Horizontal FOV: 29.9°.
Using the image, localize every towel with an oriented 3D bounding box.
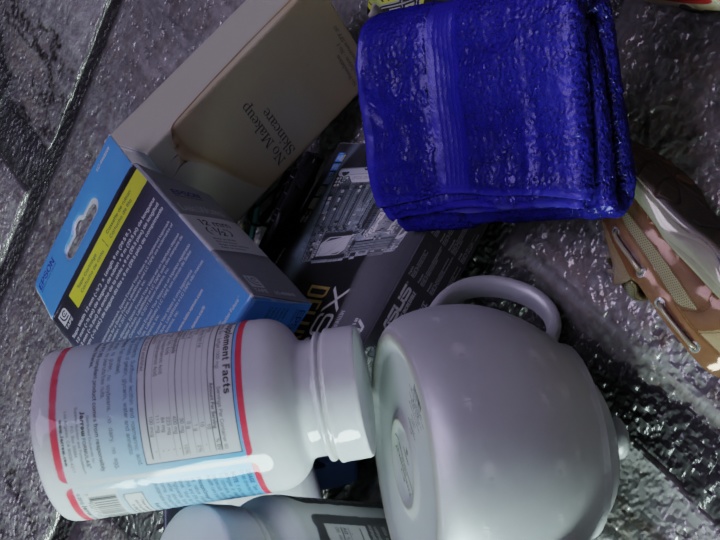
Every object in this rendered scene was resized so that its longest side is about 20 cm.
[{"bbox_3d":[0.073,-0.098,0.832,0.199,0.049,0.149,-1,102,50],"label":"towel"}]

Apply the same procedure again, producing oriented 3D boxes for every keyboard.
[{"bbox_3d":[-0.081,-0.028,1.088,0.104,0.039,0.200,-61,2,-36],"label":"keyboard"}]

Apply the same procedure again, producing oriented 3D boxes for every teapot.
[{"bbox_3d":[0.093,0.106,0.831,0.197,0.145,0.201,-178,81,-78],"label":"teapot"}]

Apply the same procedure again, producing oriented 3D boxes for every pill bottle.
[{"bbox_3d":[-0.030,0.208,0.898,0.113,0.199,0.114,-18,67,47],"label":"pill bottle"},{"bbox_3d":[-0.094,0.089,0.842,0.199,0.109,0.109,-9,68,5],"label":"pill bottle"}]

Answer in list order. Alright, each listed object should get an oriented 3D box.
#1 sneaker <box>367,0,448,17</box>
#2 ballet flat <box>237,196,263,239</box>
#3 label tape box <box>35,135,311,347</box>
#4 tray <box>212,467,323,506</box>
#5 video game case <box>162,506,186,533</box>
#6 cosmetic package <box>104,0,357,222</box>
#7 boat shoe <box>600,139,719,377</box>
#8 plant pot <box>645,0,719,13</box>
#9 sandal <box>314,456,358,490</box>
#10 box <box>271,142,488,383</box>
[{"bbox_3d":[0.064,-0.188,1.006,0.077,0.075,0.200,-67,29,24],"label":"sneaker"},{"bbox_3d":[-0.101,-0.117,1.168,0.072,0.072,0.202,10,83,51],"label":"ballet flat"},{"bbox_3d":[-0.142,0.018,0.972,0.200,0.066,0.144,46,114,36],"label":"label tape box"},{"bbox_3d":[-0.068,0.185,1.008,0.107,0.022,0.201,-11,102,23],"label":"tray"},{"bbox_3d":[-0.132,0.131,1.082,0.019,0.143,0.201,-5,85,10],"label":"video game case"},{"bbox_3d":[-0.093,-0.130,1.075,0.073,0.104,0.200,18,61,49],"label":"cosmetic package"},{"bbox_3d":[0.176,-0.016,0.813,0.072,0.075,0.200,-58,41,25],"label":"boat shoe"},{"bbox_3d":[0.171,-0.258,0.786,0.200,0.200,0.184,24,101,51],"label":"plant pot"},{"bbox_3d":[-0.031,0.130,1.036,0.087,0.079,0.200,44,112,6],"label":"sandal"},{"bbox_3d":[0.000,0.000,0.981,0.157,0.050,0.201,7,61,52],"label":"box"}]
